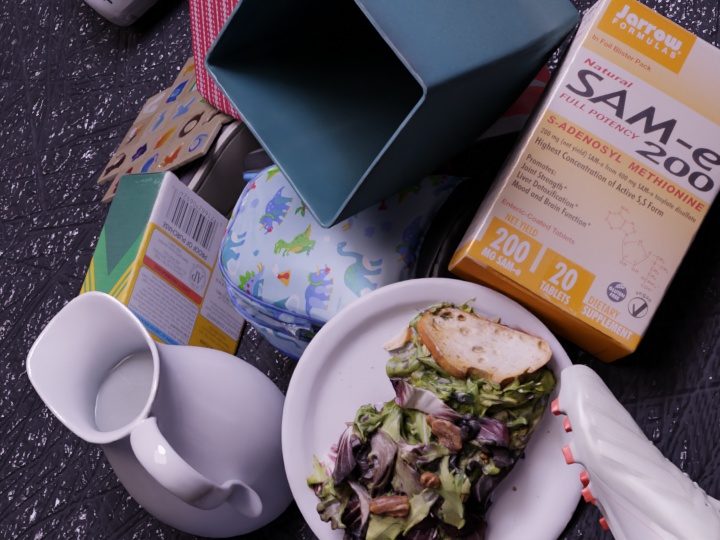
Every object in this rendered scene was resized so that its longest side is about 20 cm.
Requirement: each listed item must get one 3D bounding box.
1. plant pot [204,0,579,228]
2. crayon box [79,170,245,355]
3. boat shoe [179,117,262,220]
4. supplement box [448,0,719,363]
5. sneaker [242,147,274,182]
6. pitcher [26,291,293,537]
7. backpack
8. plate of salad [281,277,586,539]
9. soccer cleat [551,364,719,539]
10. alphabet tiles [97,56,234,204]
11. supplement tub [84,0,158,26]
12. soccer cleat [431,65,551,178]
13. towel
[{"bbox_3d":[0.035,-0.148,1.330,0.142,0.199,0.142,53,137,14],"label":"plant pot"},{"bbox_3d":[-0.148,0.046,1.496,0.051,0.126,0.201,-1,62,37],"label":"crayon box"},{"bbox_3d":[-0.112,-0.080,1.589,0.200,0.073,0.063,-50,48,6],"label":"boat shoe"},{"bbox_3d":[0.159,-0.060,1.319,0.201,0.125,0.074,-61,2,-10],"label":"supplement box"},{"bbox_3d":[-0.004,-0.125,1.517,0.199,0.071,0.083,-35,82,8],"label":"sneaker"},{"bbox_3d":[-0.110,0.118,1.367,0.121,0.200,0.172,-43,51,5],"label":"pitcher"},{"bbox_3d":[0.000,0.000,1.416,0.199,0.153,0.164,8,72,52],"label":"backpack"},{"bbox_3d":[0.045,0.106,1.299,0.198,0.048,0.202,0,91,10],"label":"plate of salad"},{"bbox_3d":[0.176,0.139,1.224,0.077,0.069,0.201,-26,63,7],"label":"soccer cleat"},{"bbox_3d":[-0.129,-0.130,1.623,0.199,0.006,0.167,-21,34,46],"label":"alphabet tiles"},{"bbox_3d":[-0.167,-0.313,1.745,0.200,0.122,0.123,-40,46,10],"label":"supplement tub"},{"bbox_3d":[0.043,-0.102,1.458,0.198,0.068,0.074,-7,61,12],"label":"soccer cleat"},{"bbox_3d":[-0.090,-0.181,1.491,0.200,0.022,0.146,-147,52,-67],"label":"towel"}]
